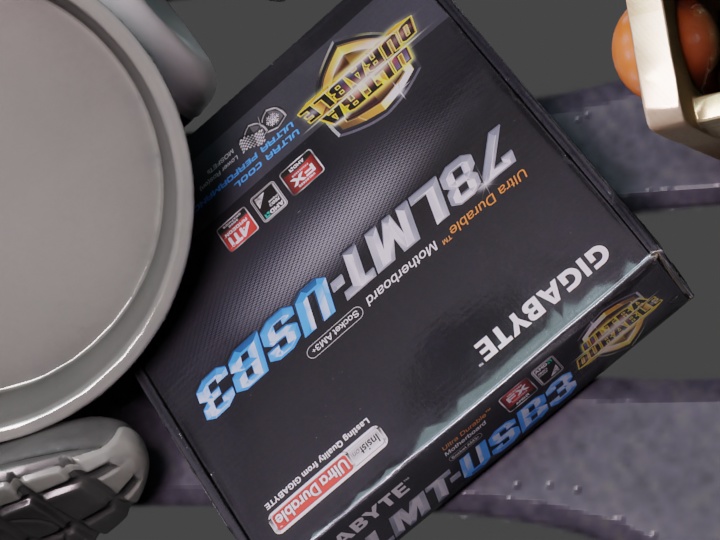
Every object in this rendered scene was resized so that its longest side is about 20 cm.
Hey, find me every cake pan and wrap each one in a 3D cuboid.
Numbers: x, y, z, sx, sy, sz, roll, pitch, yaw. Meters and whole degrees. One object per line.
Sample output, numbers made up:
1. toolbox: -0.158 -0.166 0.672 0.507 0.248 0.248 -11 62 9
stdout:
1. cake pan: -0.165 -0.031 0.937 0.200 0.200 0.037 -41 9 4

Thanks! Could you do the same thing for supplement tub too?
1. supplement tub: -0.178 -0.069 1.023 0.200 0.145 0.146 -41 53 4

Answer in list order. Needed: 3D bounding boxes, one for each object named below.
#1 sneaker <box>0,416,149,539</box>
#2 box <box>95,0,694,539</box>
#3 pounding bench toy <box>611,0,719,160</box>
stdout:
1. sneaker: -0.180 0.087 0.987 0.199 0.075 0.080 -18 55 20
2. box: 0.000 0.000 0.950 0.200 0.050 0.199 -40 52 6
3. pounding bench toy: 0.153 -0.118 0.813 0.155 0.200 0.125 -12 81 23
